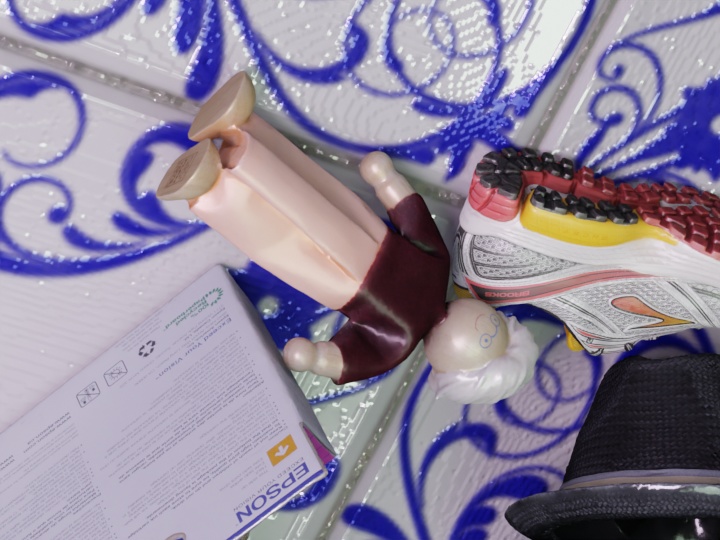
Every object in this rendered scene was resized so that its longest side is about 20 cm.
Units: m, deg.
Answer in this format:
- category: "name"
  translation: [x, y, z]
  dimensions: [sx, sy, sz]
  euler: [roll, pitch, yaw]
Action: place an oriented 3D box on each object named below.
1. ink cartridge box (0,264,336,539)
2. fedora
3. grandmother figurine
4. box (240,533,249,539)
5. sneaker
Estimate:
- category: "ink cartridge box"
  translation: [-0.108, 0.111, 1.318]
  dimensions: [0.196, 0.200, 0.043]
  euler: [-37, 123, 4]
- category: "fedora"
  translation: [0.164, 0.091, 1.443]
  dimensions: [0.200, 0.201, 0.092]
  euler: [7, 76, -23]
- category: "grandmother figurine"
  translation: [0.000, 0.000, 1.345]
  dimensions: [0.200, 0.061, 0.121]
  euler: [35, 71, -19]
- category: "box"
  translation: [-0.092, 0.192, 1.383]
  dimensions: [0.032, 0.121, 0.200]
  euler: [19, 137, -2]
- category: "sneaker"
  translation: [0.136, 0.001, 1.426]
  dimensions: [0.199, 0.078, 0.082]
  euler: [14, 117, -16]
